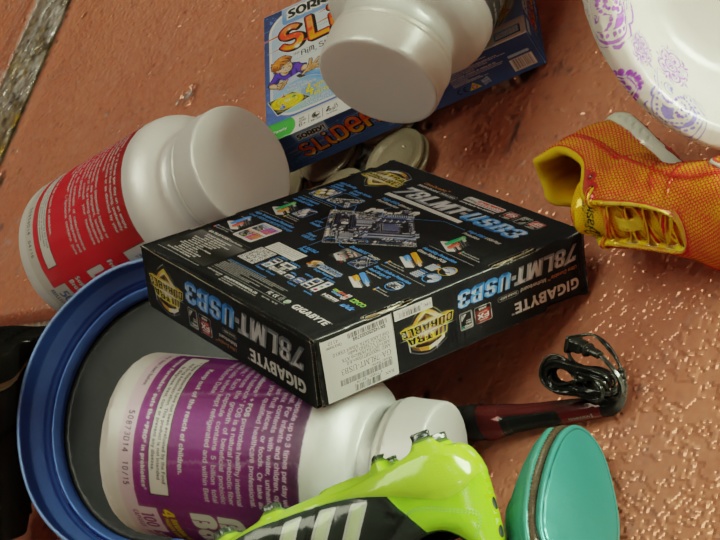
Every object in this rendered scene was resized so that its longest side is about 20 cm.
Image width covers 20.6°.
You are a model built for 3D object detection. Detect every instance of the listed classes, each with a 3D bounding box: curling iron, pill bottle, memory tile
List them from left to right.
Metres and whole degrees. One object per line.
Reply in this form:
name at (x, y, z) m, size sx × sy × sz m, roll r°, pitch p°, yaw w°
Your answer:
pill bottle at (-0.142, -0.041, 1.378) m, size 0.200 × 0.112 × 0.113 m, roll -24°, pitch 43°, yaw 45°
pill bottle at (-0.043, 0.110, 1.157) m, size 0.199 × 0.112 × 0.113 m, roll 3°, pitch 60°, yaw 26°
memory tile at (-0.038, -0.067, 1.404) m, size 0.200 × 0.017 × 0.154 m, roll -36°, pitch 40°, yaw 20°
pill bottle at (0.044, -0.197, 1.285) m, size 0.110 × 0.111 × 0.201 m, roll -7°, pitch 50°, yaw 42°
curling iron at (0.073, 0.078, 1.157) m, size 0.199 × 0.025 × 0.050 m, roll -19°, pitch 84°, yaw 39°

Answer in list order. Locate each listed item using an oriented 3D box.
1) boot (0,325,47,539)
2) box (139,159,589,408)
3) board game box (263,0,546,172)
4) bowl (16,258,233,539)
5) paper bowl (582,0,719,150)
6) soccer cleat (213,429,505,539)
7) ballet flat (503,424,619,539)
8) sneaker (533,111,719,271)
boot at (-0.249, 0.115, 1.412) m, size 0.077 × 0.139 × 0.200 m, roll -4°, pitch 8°, yaw 15°
box at (0.000, 0.000, 1.195) m, size 0.198 × 0.050 × 0.200 m, roll -20°, pitch 27°, yaw -30°
board game box at (0.027, -0.161, 1.377) m, size 0.199 × 0.034 × 0.136 m, roll -22°, pitch 44°, yaw 18°
bowl at (-0.138, 0.093, 1.302) m, size 0.200 × 0.039 × 0.202 m, roll -9°, pitch 72°, yaw 28°
paper bowl at (0.219, -0.171, 1.088) m, size 0.201 × 0.201 × 0.104 m, roll -42°, pitch 13°, yaw 10°
soccer cleat at (-0.015, 0.157, 1.057) m, size 0.199 × 0.067 × 0.081 m, roll -28°, pitch 74°, yaw 21°
ballet flat at (0.098, 0.171, 1.030) m, size 0.070 × 0.067 × 0.201 m, roll -39°, pitch 36°, yaw 33°
sneaker at (0.166, -0.031, 1.113) m, size 0.077 × 0.073 × 0.200 m, roll -29°, pitch 24°, yaw -14°
